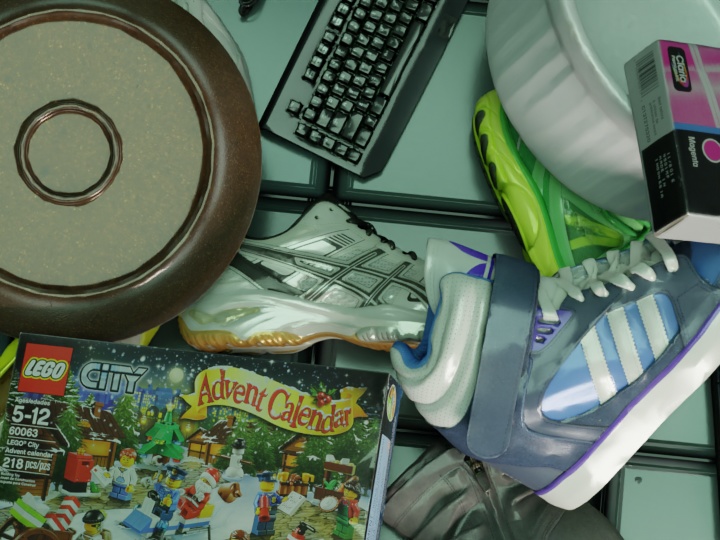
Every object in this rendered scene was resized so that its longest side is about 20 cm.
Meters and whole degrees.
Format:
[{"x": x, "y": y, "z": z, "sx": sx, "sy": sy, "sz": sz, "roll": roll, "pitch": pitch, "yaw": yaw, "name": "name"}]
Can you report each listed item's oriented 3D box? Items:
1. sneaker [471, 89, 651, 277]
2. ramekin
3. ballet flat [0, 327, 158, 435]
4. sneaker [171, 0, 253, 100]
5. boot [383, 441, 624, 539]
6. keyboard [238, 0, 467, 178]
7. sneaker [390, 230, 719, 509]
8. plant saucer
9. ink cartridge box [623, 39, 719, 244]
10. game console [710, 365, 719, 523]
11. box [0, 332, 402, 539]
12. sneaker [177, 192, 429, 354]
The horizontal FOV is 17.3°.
[{"x": 0.130, "y": -0.018, "z": 1.298, "sx": 0.084, "sy": 0.074, "sz": 0.200, "roll": -24, "pitch": 82, "yaw": 0, "name": "sneaker"}, {"x": 0.164, "y": -0.123, "z": 1.267, "sx": 0.200, "sy": 0.098, "sz": 0.201, "roll": 12, "pitch": 63, "yaw": -25, "name": "ramekin"}, {"x": -0.167, "y": 0.062, "z": 1.285, "sx": 0.200, "sy": 0.067, "sz": 0.067, "roll": -45, "pitch": 114, "yaw": -5, "name": "ballet flat"}, {"x": -0.126, "y": -0.154, "z": 1.306, "sx": 0.078, "sy": 0.099, "sz": 0.200, "roll": -32, "pitch": 83, "yaw": -6, "name": "sneaker"}, {"x": 0.046, "y": 0.173, "z": 1.279, "sx": 0.200, "sy": 0.070, "sz": 0.132, "roll": -36, "pitch": 80, "yaw": -17, "name": "boot"}, {"x": -0.004, "y": -0.164, "z": 1.349, "sx": 0.127, "sy": 0.021, "sz": 0.200, "roll": 25, "pitch": 81, "yaw": 4, "name": "keyboard"}, {"x": 0.107, "y": 0.012, "z": 1.210, "sx": 0.146, "sy": 0.081, "sz": 0.200, "roll": 37, "pitch": 100, "yaw": -9, "name": "sneaker"}, {"x": -0.152, "y": -0.060, "z": 1.247, "sx": 0.200, "sy": 0.034, "sz": 0.200, "roll": 0, "pitch": 88, "yaw": -2, "name": "plant saucer"}, {"x": 0.228, "y": -0.057, "z": 1.196, "sx": 0.200, "sy": 0.037, "sz": 0.095, "roll": 6, "pitch": 66, "yaw": -31, "name": "ink cartridge box"}, {"x": 0.281, "y": 0.066, "z": 1.263, "sx": 0.171, "sy": 0.118, "sz": 0.200, "roll": -2, "pitch": 80, "yaw": -1, "name": "game console"}, {"x": -0.088, "y": 0.111, "z": 1.202, "sx": 0.200, "sy": 0.038, "sz": 0.137, "roll": 5, "pitch": 77, "yaw": 14, "name": "box"}, {"x": 0.000, "y": 0.000, "z": 1.294, "sx": 0.200, "sy": 0.076, "sz": 0.088, "roll": 1, "pitch": 81, "yaw": -1, "name": "sneaker"}]
